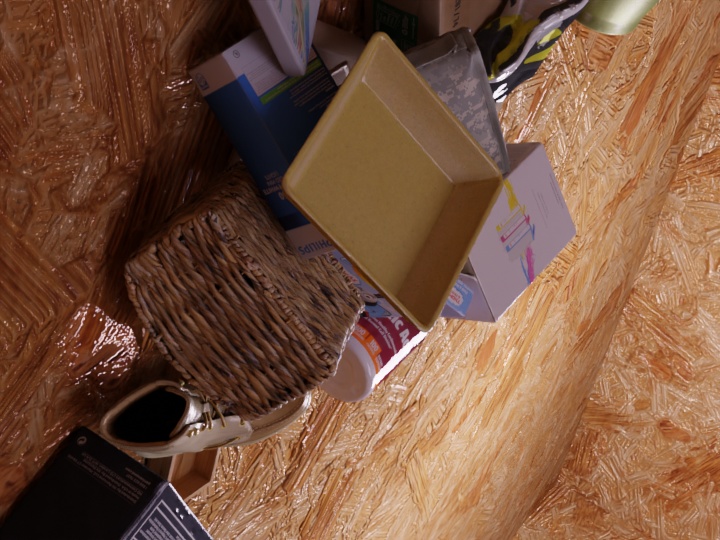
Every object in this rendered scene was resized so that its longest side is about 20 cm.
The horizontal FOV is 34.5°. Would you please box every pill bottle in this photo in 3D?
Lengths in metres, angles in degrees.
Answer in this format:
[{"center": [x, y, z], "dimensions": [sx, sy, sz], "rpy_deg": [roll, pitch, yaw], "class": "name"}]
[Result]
[{"center": [0.023, 0.077, 1.555], "dimensions": [0.200, 0.114, 0.115], "rpy_deg": [-41, 151, -41], "class": "pill bottle"}]

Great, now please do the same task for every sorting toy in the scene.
[{"center": [-0.068, -0.158, 1.194], "dimensions": [0.185, 0.036, 0.201], "rpy_deg": [-3, 114, -65], "class": "sorting toy"}]

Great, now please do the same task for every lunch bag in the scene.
[{"center": [0.052, -0.157, 1.186], "dimensions": [0.163, 0.118, 0.200], "rpy_deg": [-25, 151, 0], "class": "lunch bag"}]

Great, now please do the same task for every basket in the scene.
[{"center": [-0.112, 0.022, 1.097], "dimensions": [0.142, 0.200, 0.149], "rpy_deg": [-32, -165, 24], "class": "basket"}]

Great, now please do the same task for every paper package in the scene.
[{"center": [0.091, -0.329, 1.245], "dimensions": [0.191, 0.103, 0.200], "rpy_deg": [-47, 155, -29], "class": "paper package"}]

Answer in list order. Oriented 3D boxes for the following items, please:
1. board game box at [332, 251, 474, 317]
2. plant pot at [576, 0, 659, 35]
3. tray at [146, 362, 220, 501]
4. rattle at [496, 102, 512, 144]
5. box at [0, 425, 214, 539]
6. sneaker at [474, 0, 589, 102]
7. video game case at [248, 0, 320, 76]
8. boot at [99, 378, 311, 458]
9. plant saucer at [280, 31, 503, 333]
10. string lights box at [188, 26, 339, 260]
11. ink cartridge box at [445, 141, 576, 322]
[{"center": [0.000, 0.000, 1.231], "dimensions": [0.151, 0.200, 0.037], "rpy_deg": [36, 66, -32], "class": "board game box"}, {"center": [0.374, -0.449, 1.649], "dimensions": [0.200, 0.200, 0.193], "rpy_deg": [-41, 162, -42], "class": "plant pot"}, {"center": [-0.191, 0.175, 1.305], "dimensions": [0.099, 0.037, 0.201], "rpy_deg": [-28, 140, -54], "class": "tray"}, {"center": [0.105, -0.178, 1.380], "dimensions": [0.143, 0.130, 0.201], "rpy_deg": [-55, 141, -46], "class": "rattle"}, {"center": [-0.268, 0.295, 1.157], "dimensions": [0.199, 0.123, 0.200], "rpy_deg": [-54, 155, -22], "class": "box"}, {"center": [0.188, -0.270, 1.311], "dimensions": [0.200, 0.074, 0.085], "rpy_deg": [-43, 159, -17], "class": "sneaker"}, {"center": [-0.063, -0.291, 0.961], "dimensions": [0.200, 0.022, 0.183], "rpy_deg": [62, 35, -64], "class": "video game case"}, {"center": [-0.149, 0.137, 1.146], "dimensions": [0.155, 0.199, 0.073], "rpy_deg": [86, -8, -78], "class": "boot"}, {"center": [0.024, -0.076, 1.045], "dimensions": [0.200, 0.048, 0.200], "rpy_deg": [45, 55, -24], "class": "plant saucer"}, {"center": [-0.057, -0.123, 1.056], "dimensions": [0.103, 0.059, 0.201], "rpy_deg": [-42, 107, -39], "class": "string lights box"}, {"center": [0.123, -0.038, 1.299], "dimensions": [0.200, 0.128, 0.126], "rpy_deg": [-43, 119, -32], "class": "ink cartridge box"}]
